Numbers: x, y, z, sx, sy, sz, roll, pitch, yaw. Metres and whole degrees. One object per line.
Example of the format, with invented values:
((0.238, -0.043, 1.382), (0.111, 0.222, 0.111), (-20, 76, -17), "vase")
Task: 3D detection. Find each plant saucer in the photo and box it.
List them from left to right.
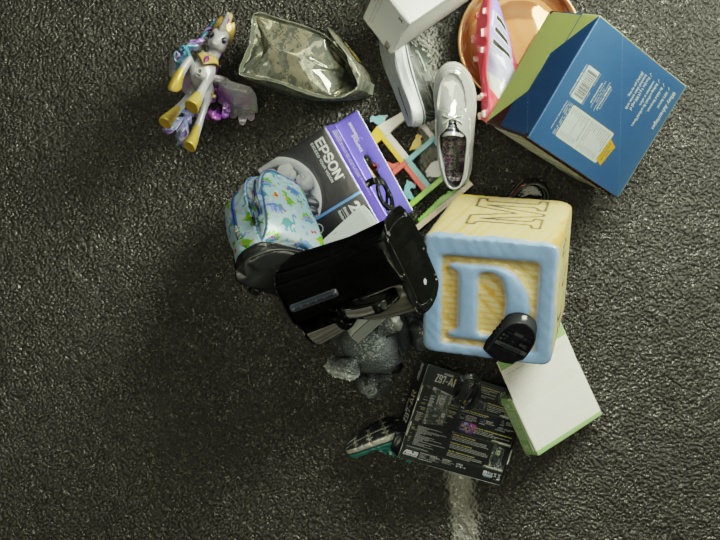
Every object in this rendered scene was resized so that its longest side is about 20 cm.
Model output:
((0.259, -0.377, 1.355), (0.198, 0.037, 0.202), (1, 95, 7), "plant saucer")

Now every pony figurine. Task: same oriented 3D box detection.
((-0.252, -0.295, 1.333), (0.165, 0.193, 0.201), (21, 59, -2), "pony figurine")

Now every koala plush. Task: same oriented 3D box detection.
((0.016, 0.112, 1.346), (0.177, 0.200, 0.184), (-43, 89, 9), "koala plush")

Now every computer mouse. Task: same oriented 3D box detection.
((0.191, 0.131, 1.197), (0.058, 0.034, 0.201), (26, 125, -11), "computer mouse")

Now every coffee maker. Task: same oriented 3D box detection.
((-0.014, -0.008, 1.176), (0.199, 0.134, 0.194), (-19, 82, 28), "coffee maker")

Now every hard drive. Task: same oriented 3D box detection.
((0.000, 0.000, 1.301), (0.132, 0.026, 0.200), (-42, 45, 10), "hard drive")

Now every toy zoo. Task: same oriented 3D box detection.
((0.080, -0.182, 1.401), (0.131, 0.020, 0.200), (-39, 89, 9), "toy zoo")

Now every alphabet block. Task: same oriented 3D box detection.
((0.212, 0.007, 1.263), (0.195, 0.200, 0.197), (8, 115, 17), "alphabet block")

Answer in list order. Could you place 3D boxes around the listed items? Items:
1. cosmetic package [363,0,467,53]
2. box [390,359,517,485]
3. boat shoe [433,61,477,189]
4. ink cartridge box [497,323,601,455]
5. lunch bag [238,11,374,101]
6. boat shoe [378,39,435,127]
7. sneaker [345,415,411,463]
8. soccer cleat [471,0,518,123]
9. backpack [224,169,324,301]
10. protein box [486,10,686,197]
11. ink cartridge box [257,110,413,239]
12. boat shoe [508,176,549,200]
((0.111, -0.441, 1.295), (0.199, 0.113, 0.081), (-36, 89, -18), "cosmetic package")
((0.167, 0.254, 1.374), (0.199, 0.043, 0.162), (18, 89, -18), "box")
((0.147, -0.227, 1.318), (0.071, 0.069, 0.202), (5, 114, 7), "boat shoe")
((0.298, 0.183, 1.367), (0.145, 0.048, 0.201), (-26, 91, -20), "ink cartridge box")
((-0.076, -0.333, 1.333), (0.198, 0.164, 0.119), (18, 100, 4), "lunch bag")
((0.084, -0.338, 1.369), (0.070, 0.072, 0.202), (-16, 89, -17), "boat shoe")
((0.072, 0.298, 1.423), (0.198, 0.078, 0.080), (-13, 102, 8), "sneaker")
((0.222, -0.333, 1.318), (0.076, 0.067, 0.202), (-3, 96, -8), "soccer cleat")
((-0.140, -0.063, 1.324), (0.162, 0.200, 0.154), (19, 112, -36), "backpack")
((0.344, -0.255, 1.266), (0.199, 0.135, 0.200), (26, 99, -27), "protein box")
((-0.043, -0.136, 1.397), (0.199, 0.043, 0.199), (-30, 91, 16), "ink cartridge box")
((0.245, -0.064, 1.370), (0.073, 0.063, 0.202), (31, 104, 0), "boat shoe")
